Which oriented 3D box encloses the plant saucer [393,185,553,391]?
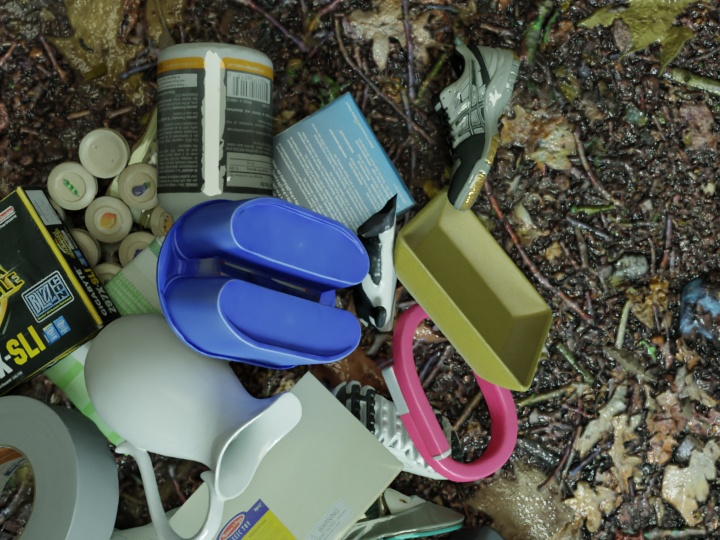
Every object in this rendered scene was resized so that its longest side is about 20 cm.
[{"bbox_3d":[0.117,0.020,0.835,0.048,0.200,0.201,-37,93,29],"label":"plant saucer"}]

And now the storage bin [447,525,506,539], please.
[{"bbox_3d":[0.138,0.383,0.831,0.200,0.145,0.134,45,55,-2],"label":"storage bin"}]

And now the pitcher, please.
[{"bbox_3d":[-0.178,0.143,0.724,0.199,0.121,0.173,27,78,26],"label":"pitcher"}]

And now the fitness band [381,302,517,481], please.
[{"bbox_3d":[0.101,0.129,0.845,0.143,0.037,0.202,-22,86,-40],"label":"fitness band"}]

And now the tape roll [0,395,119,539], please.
[{"bbox_3d":[-0.338,0.228,0.754,0.198,0.066,0.203,-7,67,17],"label":"tape roll"}]

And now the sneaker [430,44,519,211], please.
[{"bbox_3d":[0.117,-0.166,0.886,0.087,0.076,0.202,16,74,0],"label":"sneaker"}]

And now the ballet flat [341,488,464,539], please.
[{"bbox_3d":[0.013,0.267,0.827,0.198,0.067,0.064,-11,76,-9],"label":"ballet flat"}]

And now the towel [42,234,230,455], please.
[{"bbox_3d":[-0.229,0.080,0.822,0.200,0.031,0.149,-42,95,8],"label":"towel"}]

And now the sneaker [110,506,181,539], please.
[{"bbox_3d":[-0.224,0.299,0.795,0.197,0.099,0.079,-10,88,-8],"label":"sneaker"}]

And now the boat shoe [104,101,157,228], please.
[{"bbox_3d":[-0.205,-0.143,0.843,0.062,0.073,0.201,32,94,-10],"label":"boat shoe"}]

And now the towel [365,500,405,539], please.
[{"bbox_3d":[-0.043,0.278,0.860,0.146,0.022,0.202,-28,90,-9],"label":"towel"}]

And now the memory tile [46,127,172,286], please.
[{"bbox_3d":[-0.250,-0.035,0.817,0.153,0.017,0.200,-41,104,7],"label":"memory tile"}]

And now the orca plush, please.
[{"bbox_3d":[0.000,0.000,0.808,0.070,0.200,0.106,7,68,6],"label":"orca plush"}]

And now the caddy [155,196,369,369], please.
[{"bbox_3d":[-0.086,0.013,0.699,0.199,0.104,0.143,19,72,-41],"label":"caddy"}]

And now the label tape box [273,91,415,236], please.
[{"bbox_3d":[-0.060,-0.081,0.856,0.199,0.066,0.144,-31,91,0],"label":"label tape box"}]

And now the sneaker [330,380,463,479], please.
[{"bbox_3d":[0.030,0.182,0.847,0.199,0.081,0.076,29,47,-27],"label":"sneaker"}]

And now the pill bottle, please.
[{"bbox_3d":[-0.143,-0.113,0.763,0.115,0.116,0.203,1,93,-7],"label":"pill bottle"}]

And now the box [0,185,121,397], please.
[{"bbox_3d":[-0.367,0.035,0.787,0.199,0.049,0.161,-31,93,13],"label":"box"}]

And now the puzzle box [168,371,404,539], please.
[{"bbox_3d":[-0.071,0.215,0.737,0.133,0.025,0.200,42,81,16],"label":"puzzle box"}]
